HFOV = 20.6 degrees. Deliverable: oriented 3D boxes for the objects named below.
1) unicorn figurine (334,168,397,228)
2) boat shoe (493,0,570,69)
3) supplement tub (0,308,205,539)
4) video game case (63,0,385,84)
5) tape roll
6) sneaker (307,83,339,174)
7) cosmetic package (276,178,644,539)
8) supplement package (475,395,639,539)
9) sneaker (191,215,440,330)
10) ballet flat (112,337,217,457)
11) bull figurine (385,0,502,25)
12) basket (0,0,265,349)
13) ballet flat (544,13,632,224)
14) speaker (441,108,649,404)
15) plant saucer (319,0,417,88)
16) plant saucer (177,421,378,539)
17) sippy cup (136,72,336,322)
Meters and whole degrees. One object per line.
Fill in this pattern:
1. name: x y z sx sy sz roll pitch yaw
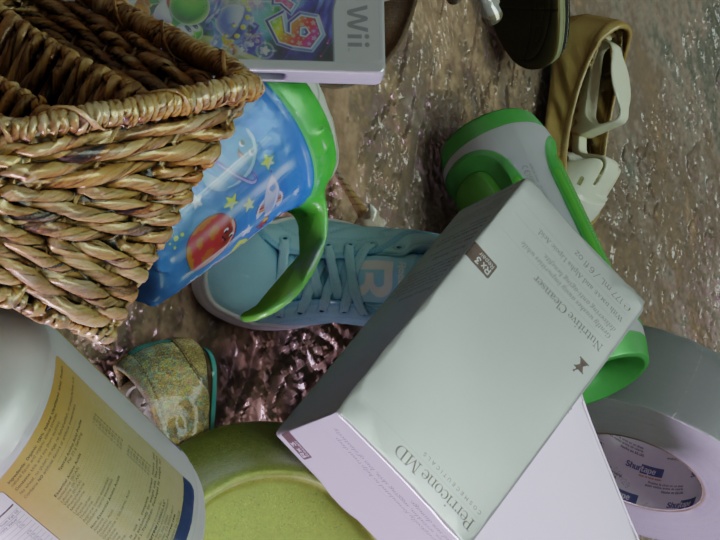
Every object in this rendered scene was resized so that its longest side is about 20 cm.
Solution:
1. unicorn figurine: 0.029 0.048 1.304 0.137 0.074 0.200 22 79 -39
2. boat shoe: 0.125 -0.249 1.432 0.066 0.072 0.201 -21 102 -45
3. supplement tub: -0.184 0.096 0.978 0.200 0.144 0.145 50 53 -39
4. video game case: -0.088 -0.171 1.069 0.018 0.200 0.144 109 -19 -70
5. tape roll: 0.209 0.120 1.436 0.200 0.200 0.066 52 51 -39
6. sneaker: -0.062 -0.121 1.155 0.075 0.081 0.200 -37 124 -14
7. cosmetic package: 0.059 0.057 1.130 0.113 0.081 0.200 45 58 -11
8. supplement package: 0.079 0.159 1.278 0.156 0.111 0.200 -34 128 -11
9. sneaker: 0.000 0.000 1.208 0.200 0.082 0.074 -1 86 -21
10. ballet flat: -0.115 0.139 1.139 0.071 0.071 0.200 -7 96 -52
11. bull figurine: 0.054 -0.234 1.290 0.121 0.065 0.200 45 58 -47
12. basket: -0.174 -0.081 0.919 0.143 0.200 0.149 27 95 -46
13. ballet flat: 0.168 -0.099 1.494 0.069 0.063 0.200 15 79 -51
14. speaker: 0.124 -0.010 1.354 0.088 0.088 0.200 13 48 -51
15. plant saucer: -0.032 -0.215 1.259 0.200 0.037 0.201 1 89 -52
16. plant saucer: -0.054 0.186 1.116 0.200 0.031 0.201 -1 92 -23
17. sippy cup: -0.105 -0.056 1.101 0.130 0.178 0.140 -47 163 -28
